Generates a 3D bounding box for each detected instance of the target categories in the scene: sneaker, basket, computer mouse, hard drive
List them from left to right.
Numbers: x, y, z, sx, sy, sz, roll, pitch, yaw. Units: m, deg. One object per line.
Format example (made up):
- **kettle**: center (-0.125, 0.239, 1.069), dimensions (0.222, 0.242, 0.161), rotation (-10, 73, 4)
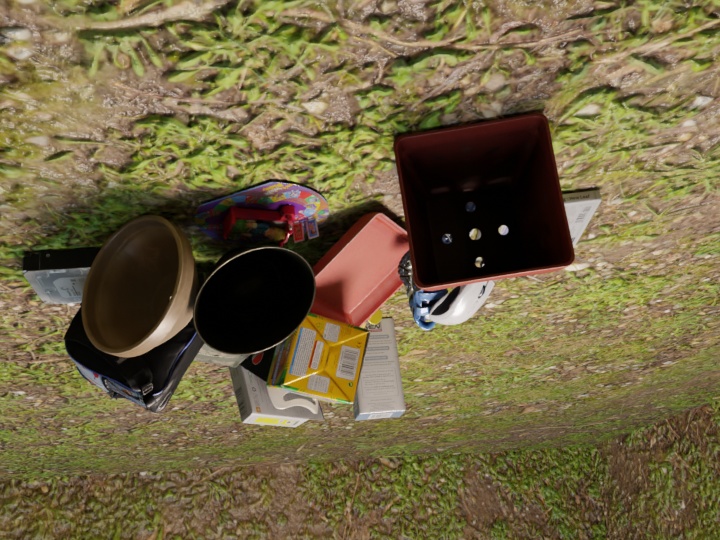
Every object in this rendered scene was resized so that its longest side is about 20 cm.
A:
- **hard drive**: center (-0.419, 0.009, 1.247), dimensions (0.198, 0.038, 0.140), rotation (-3, 157, -9)
- **basket**: center (-0.163, 0.029, 1.166), dimensions (0.179, 0.137, 0.200), rotation (-32, -168, -6)
- **sneaker**: center (0.129, 0.045, 1.442), dimensions (0.073, 0.083, 0.200), rotation (-5, 156, -2)
- **sneaker**: center (0.133, -0.055, 1.232), dimensions (0.085, 0.077, 0.200), rotation (-28, 163, -46)
- **computer mouse**: center (0.204, 0.043, 1.385), dimensions (0.109, 0.044, 0.200), rotation (13, 131, -42)

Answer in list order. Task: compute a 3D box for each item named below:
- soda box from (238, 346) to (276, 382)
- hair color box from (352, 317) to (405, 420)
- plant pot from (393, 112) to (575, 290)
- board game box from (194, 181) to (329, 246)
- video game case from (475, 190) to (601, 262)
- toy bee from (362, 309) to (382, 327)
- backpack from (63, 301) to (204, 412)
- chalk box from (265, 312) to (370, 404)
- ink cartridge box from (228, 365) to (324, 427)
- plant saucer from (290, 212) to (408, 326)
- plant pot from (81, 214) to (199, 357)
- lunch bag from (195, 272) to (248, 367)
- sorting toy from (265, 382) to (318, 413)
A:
- **soda box**: center (-0.184, 0.158, 1.459), dimensions (0.063, 0.071, 0.199), rotation (27, 175, -36)
- **hair color box**: center (0.028, 0.205, 1.634), dimensions (0.098, 0.202, 0.061), rotation (-2, 158, -12)
- **plant pot**: center (0.158, -0.070, 1.055), dimensions (0.198, 0.202, 0.176), rotation (-9, 167, 3)
- **board game box**: center (-0.144, -0.065, 1.148), dimensions (0.198, 0.039, 0.158), rotation (-15, 156, 18)
- **video game case**: center (0.285, -0.070, 1.296), dimensions (0.180, 0.022, 0.200), rotation (-7, 158, -2)
- **toy bee**: center (-0.016, 0.108, 1.507), dimensions (0.130, 0.109, 0.200), rotation (-23, 164, -11)
- **backpack**: center (-0.352, 0.112, 1.219), dimensions (0.189, 0.201, 0.155), rotation (24, 145, 5)
- **chalk box**: center (-0.079, 0.148, 1.302), dimensions (0.123, 0.126, 0.200), rotation (16, 167, -14)
- **ink cartridge box**: center (-0.183, 0.228, 1.628), dimensions (0.047, 0.199, 0.199), rotation (-39, 144, 25)
- **plant saucer**: center (0.000, 0.000, 1.262), dimensions (0.200, 0.037, 0.200), rotation (-45, 147, 10)
- **plant pot**: center (-0.295, 0.030, 1.114), dimensions (0.199, 0.203, 0.092), rotation (-20, 152, 28)
- **lunch bag**: center (-0.246, 0.081, 1.372), dimensions (0.163, 0.119, 0.200), rotation (14, 143, -35)
- **sorting toy**: center (-0.137, 0.201, 1.601), dimensions (0.106, 0.182, 0.199), rotation (-24, 153, 35)
